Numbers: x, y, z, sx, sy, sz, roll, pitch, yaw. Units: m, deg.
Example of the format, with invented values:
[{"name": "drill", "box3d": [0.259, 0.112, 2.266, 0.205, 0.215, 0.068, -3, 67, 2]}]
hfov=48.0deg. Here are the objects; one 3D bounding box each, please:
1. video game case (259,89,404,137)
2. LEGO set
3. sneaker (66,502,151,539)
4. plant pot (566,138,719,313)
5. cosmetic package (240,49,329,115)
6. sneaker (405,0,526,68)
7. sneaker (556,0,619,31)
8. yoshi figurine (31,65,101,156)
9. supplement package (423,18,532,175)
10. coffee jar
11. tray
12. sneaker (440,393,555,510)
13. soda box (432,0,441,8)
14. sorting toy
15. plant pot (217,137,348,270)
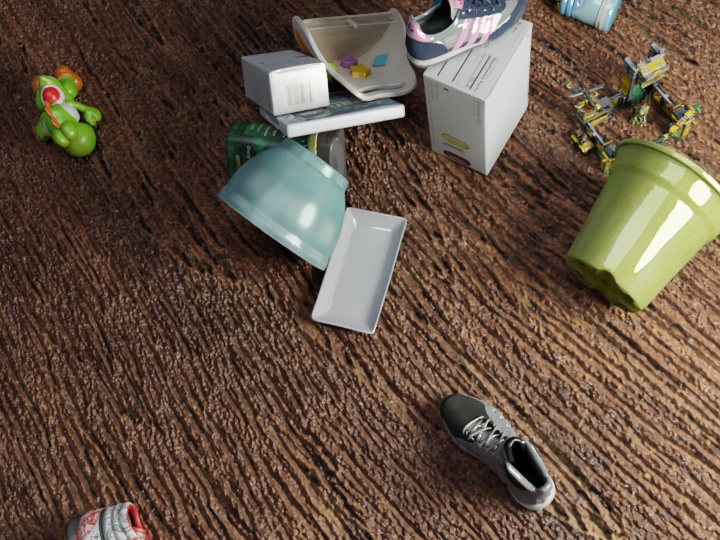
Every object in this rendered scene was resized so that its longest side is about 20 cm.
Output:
[{"name": "video game case", "box3d": [-0.050, -0.262, 1.322, 0.196, 0.024, 0.182, -13, 25, -17]}, {"name": "LEGO set", "box3d": [0.431, -0.261, 1.274, 0.196, 0.116, 0.156, -20, 63, -1]}, {"name": "sneaker", "box3d": [-0.338, 0.422, 1.106, 0.106, 0.068, 0.205, -19, 61, 3]}, {"name": "plant pot", "box3d": [0.397, -0.050, 1.155, 0.199, 0.200, 0.186, 36, 86, 23]}, {"name": "cosmetic package", "box3d": [-0.129, -0.317, 1.346, 0.099, 0.076, 0.200, -13, 26, -18]}, {"name": "sneaker", "box3d": [0.154, -0.367, 1.165, 0.197, 0.082, 0.071, -30, 62, -5]}, {"name": "sneaker", "box3d": [0.409, -0.525, 1.426, 0.128, 0.080, 0.203, 20, 69, 16]}, {"name": "yoshi figurine", "box3d": [-0.533, -0.276, 1.471, 0.110, 0.114, 0.202, 5, 40, -33]}, {"name": "supplement package", "box3d": [0.188, -0.283, 1.278, 0.109, 0.201, 0.157, 26, 71, 21]}, {"name": "coffee jar", "box3d": [-0.120, -0.189, 1.337, 0.195, 0.106, 0.086, 3, 31, 11]}, {"name": "tray", "box3d": [0.000, 0.000, 1.276, 0.105, 0.022, 0.204, 12, 67, 14]}, {"name": "sneaker", "box3d": [0.185, 0.226, 1.085, 0.075, 0.116, 0.199, -43, 66, -12]}, {"name": "soda box", "box3d": [0.158, -0.411, 1.344, 0.066, 0.201, 0.066, 3, 64, 10]}, {"name": "sorting toy", "box3d": [0.004, -0.345, 1.353, 0.196, 0.108, 0.181, -13, 48, -26]}, {"name": "plant pot", "box3d": [-0.099, -0.113, 1.229, 0.199, 0.200, 0.135, 36, 92, 22]}]
